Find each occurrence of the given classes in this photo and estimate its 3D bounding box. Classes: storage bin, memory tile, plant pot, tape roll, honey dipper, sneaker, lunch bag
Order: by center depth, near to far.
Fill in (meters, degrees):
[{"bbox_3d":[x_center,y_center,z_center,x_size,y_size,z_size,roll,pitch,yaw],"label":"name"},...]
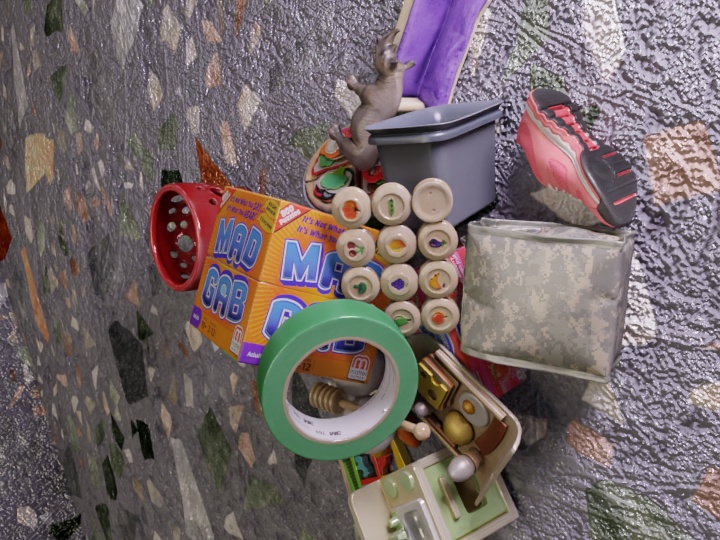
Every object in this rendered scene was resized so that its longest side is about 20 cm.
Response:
[{"bbox_3d":[0.214,0.028,0.872,0.196,0.117,0.168,8,104,27],"label":"lunch bag"},{"bbox_3d":[0.256,-0.123,0.874,0.203,0.072,0.087,62,150,25],"label":"sneaker"},{"bbox_3d":[0.045,-0.009,0.889,0.149,0.017,0.205,-4,113,7],"label":"memory tile"},{"bbox_3d":[-0.028,0.137,0.895,0.048,0.196,0.205,-124,41,-61],"label":"tape roll"},{"bbox_3d":[0.097,-0.136,0.947,0.143,0.199,0.138,4,110,34],"label":"storage bin"},{"bbox_3d":[0.012,0.196,0.991,0.197,0.038,0.039,13,107,38],"label":"honey dipper"},{"bbox_3d":[-0.288,-0.072,1.416,0.198,0.180,0.206,13,107,48],"label":"plant pot"}]

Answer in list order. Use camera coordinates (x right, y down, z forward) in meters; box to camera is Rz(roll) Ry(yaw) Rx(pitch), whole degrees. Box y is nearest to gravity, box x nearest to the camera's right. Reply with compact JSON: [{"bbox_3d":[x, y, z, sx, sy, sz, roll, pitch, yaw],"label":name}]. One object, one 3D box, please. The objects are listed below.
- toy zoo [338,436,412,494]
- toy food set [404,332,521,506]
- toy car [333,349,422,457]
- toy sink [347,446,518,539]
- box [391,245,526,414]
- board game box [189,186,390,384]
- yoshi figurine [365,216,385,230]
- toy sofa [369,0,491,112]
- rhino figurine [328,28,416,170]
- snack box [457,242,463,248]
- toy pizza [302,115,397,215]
[{"bbox_3d":[0.039,0.359,1.240,0.199,0.020,0.134,-30,75,48],"label":"toy zoo"},{"bbox_3d":[0.109,0.193,0.946,0.200,0.060,0.145,44,141,24],"label":"toy food set"},{"bbox_3d":[0.048,0.177,1.114,0.147,0.175,0.205,-12,87,14],"label":"toy car"},{"bbox_3d":[0.103,0.329,1.017,0.112,0.197,0.133,-45,64,52],"label":"toy sink"},{"bbox_3d":[0.130,0.081,0.991,0.095,0.099,0.204,-21,92,55],"label":"box"},{"bbox_3d":[-0.091,0.017,1.000,0.199,0.197,0.205,18,93,57],"label":"board game box"},{"bbox_3d":[-0.004,0.008,1.166,0.112,0.111,0.202,47,128,22],"label":"yoshi figurine"},{"bbox_3d":[0.094,-0.316,1.001,0.098,0.082,0.203,45,128,34],"label":"toy sofa"},{"bbox_3d":[0.020,-0.232,0.996,0.087,0.059,0.203,44,124,37],"label":"rhino figurine"},{"bbox_3d":[0.177,0.021,1.011,0.198,0.024,0.074,30,121,42],"label":"snack box"},{"bbox_3d":[-0.002,-0.165,1.082,0.199,0.201,0.032,29,163,42],"label":"toy pizza"}]
